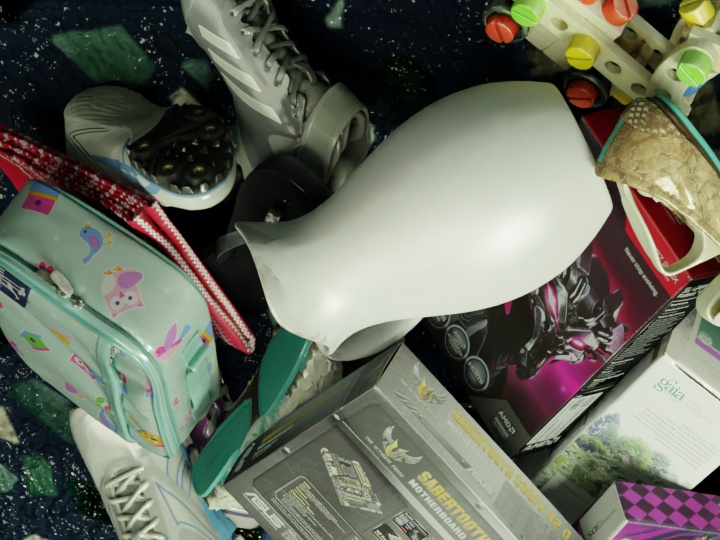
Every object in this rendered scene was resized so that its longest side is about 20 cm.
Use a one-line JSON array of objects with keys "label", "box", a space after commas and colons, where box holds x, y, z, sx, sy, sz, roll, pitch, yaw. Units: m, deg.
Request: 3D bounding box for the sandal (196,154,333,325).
[{"label": "sandal", "box": [-0.064, -0.005, 1.278, 0.076, 0.043, 0.200, 39, 146, -1]}]

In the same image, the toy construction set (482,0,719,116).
[{"label": "toy construction set", "box": [0.145, -0.155, 1.137, 0.200, 0.092, 0.131, 50, 148, -6]}]

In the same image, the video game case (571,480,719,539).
[{"label": "video game case", "box": [0.205, 0.212, 1.333, 0.198, 0.036, 0.182, 11, 136, -27]}]

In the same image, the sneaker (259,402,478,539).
[{"label": "sneaker", "box": [-0.003, 0.141, 1.389, 0.198, 0.081, 0.147, -14, 136, 20]}]

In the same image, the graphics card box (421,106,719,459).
[{"label": "graphics card box", "box": [0.128, 0.011, 1.252, 0.200, 0.051, 0.126, -49, 63, 40]}]

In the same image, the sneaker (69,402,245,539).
[{"label": "sneaker", "box": [-0.140, 0.175, 1.396, 0.075, 0.087, 0.201, -28, 103, 27]}]

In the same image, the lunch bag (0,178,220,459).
[{"label": "lunch bag", "box": [-0.164, 0.036, 1.296, 0.160, 0.077, 0.200, 36, 161, 16]}]

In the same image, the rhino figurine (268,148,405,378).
[{"label": "rhino figurine", "box": [0.000, 0.000, 1.328, 0.087, 0.060, 0.201, 23, 127, 12]}]

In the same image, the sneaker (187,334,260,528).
[{"label": "sneaker", "box": [-0.115, 0.093, 1.434, 0.200, 0.073, 0.114, 42, 125, -8]}]

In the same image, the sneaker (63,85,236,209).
[{"label": "sneaker", "box": [-0.129, -0.068, 1.285, 0.200, 0.071, 0.073, 28, 140, 57]}]

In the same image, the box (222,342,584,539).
[{"label": "box", "box": [0.033, 0.160, 1.262, 0.200, 0.048, 0.158, 47, 129, -9]}]

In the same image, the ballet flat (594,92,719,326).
[{"label": "ballet flat", "box": [0.202, -0.010, 1.137, 0.065, 0.071, 0.200, -43, 104, 2]}]

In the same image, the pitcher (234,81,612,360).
[{"label": "pitcher", "box": [0.046, -0.018, 1.188, 0.199, 0.122, 0.172, -27, 156, 4]}]

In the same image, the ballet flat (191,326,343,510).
[{"label": "ballet flat", "box": [-0.048, 0.092, 1.343, 0.071, 0.072, 0.200, 34, 132, -2]}]

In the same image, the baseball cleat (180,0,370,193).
[{"label": "baseball cleat", "box": [-0.047, -0.127, 1.241, 0.106, 0.070, 0.202, 5, 125, 40]}]

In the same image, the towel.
[{"label": "towel", "box": [-0.161, -0.020, 1.325, 0.199, 0.023, 0.145, 25, 157, 46]}]

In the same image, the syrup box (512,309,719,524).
[{"label": "syrup box", "box": [0.176, 0.109, 1.312, 0.078, 0.082, 0.200, 35, 128, -6]}]
